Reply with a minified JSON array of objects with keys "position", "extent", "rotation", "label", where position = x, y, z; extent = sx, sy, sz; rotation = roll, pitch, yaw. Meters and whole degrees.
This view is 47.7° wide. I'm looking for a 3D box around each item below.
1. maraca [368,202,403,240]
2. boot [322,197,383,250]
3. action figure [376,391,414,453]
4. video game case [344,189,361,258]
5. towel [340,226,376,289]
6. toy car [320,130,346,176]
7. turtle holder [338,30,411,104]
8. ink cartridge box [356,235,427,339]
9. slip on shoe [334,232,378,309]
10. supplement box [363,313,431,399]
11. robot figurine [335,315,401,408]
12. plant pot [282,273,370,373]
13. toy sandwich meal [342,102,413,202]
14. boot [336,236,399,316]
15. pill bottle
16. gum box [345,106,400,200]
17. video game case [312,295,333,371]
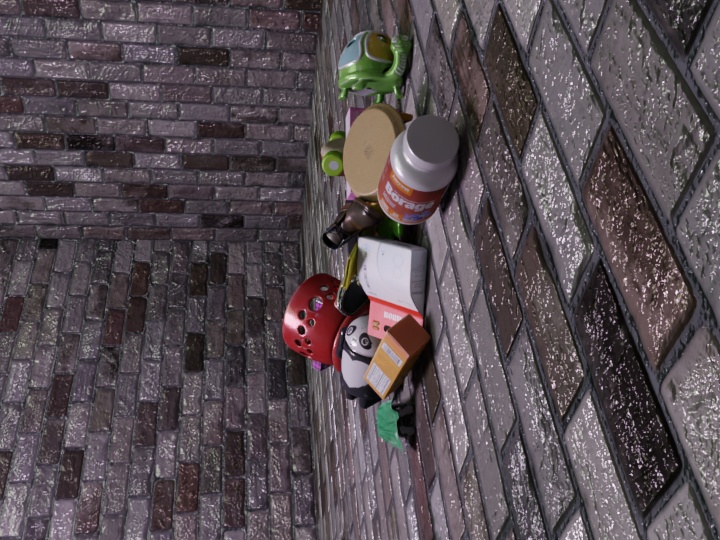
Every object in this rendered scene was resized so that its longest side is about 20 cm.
[{"position":[0.052,-0.154,1.629],"extent":[0.137,0.106,0.203],"rotation":[140,123,-62],"label":"maraca"},{"position":[-0.017,-0.082,1.582],"extent":[0.097,0.075,0.200],"rotation":[-52,10,-7],"label":"boot"},{"position":[0.065,0.310,1.678],"extent":[0.200,0.054,0.120],"rotation":[143,126,-74],"label":"action figure"},{"position":[-0.003,-0.072,2.043],"extent":[0.181,0.025,0.202],"rotation":[62,-158,-61],"label":"video game case"},{"position":[0.001,-0.053,1.666],"extent":[0.201,0.018,0.087],"rotation":[-64,-13,-49],"label":"towel"},{"position":[-0.006,-0.214,1.934],"extent":[0.165,0.155,0.202],"rotation":[-80,-16,-61],"label":"toy car"},{"position":[0.025,-0.435,1.713],"extent":[0.185,0.139,0.134],"rotation":[156,115,-82],"label":"turtle holder"},{"position":[0.054,0.044,1.558],"extent":[0.159,0.047,0.203],"rotation":[16,105,50],"label":"ink cartridge box"},{"position":[0.000,0.000,1.802],"extent":[0.201,0.061,0.074],"rotation":[-53,18,14],"label":"slip on shoe"},{"position":[0.066,0.165,1.535],"extent":[0.069,0.066,0.201],"rotation":[47,150,14],"label":"supplement box"},{"position":[0.018,0.195,1.750],"extent":[0.125,0.148,0.202],"rotation":[-82,0,-64],"label":"robot figurine"},{"position":[-0.056,0.128,1.918],"extent":[0.181,0.200,0.203],"rotation":[23,122,32],"label":"plant pot"},{"position":[0.045,-0.221,1.540],"extent":[0.204,0.070,0.208],"rotation":[-6,82,52],"label":"toy sandwich meal"},{"position":[0.027,0.019,1.684],"extent":[0.205,0.073,0.154],"rotation":[-55,17,4],"label":"boot"},{"position":[0.095,-0.163,1.322],"extent":[0.200,0.111,0.114],"rotation":[111,158,-67],"label":"pill bottle"},{"position":[0.028,-0.245,1.761],"extent":[0.066,0.112,0.203],"rotation":[130,141,-76],"label":"gum box"},{"position":[-0.051,0.141,2.131],"extent":[0.036,0.180,0.202],"rotation":[24,123,33],"label":"video game case"}]
